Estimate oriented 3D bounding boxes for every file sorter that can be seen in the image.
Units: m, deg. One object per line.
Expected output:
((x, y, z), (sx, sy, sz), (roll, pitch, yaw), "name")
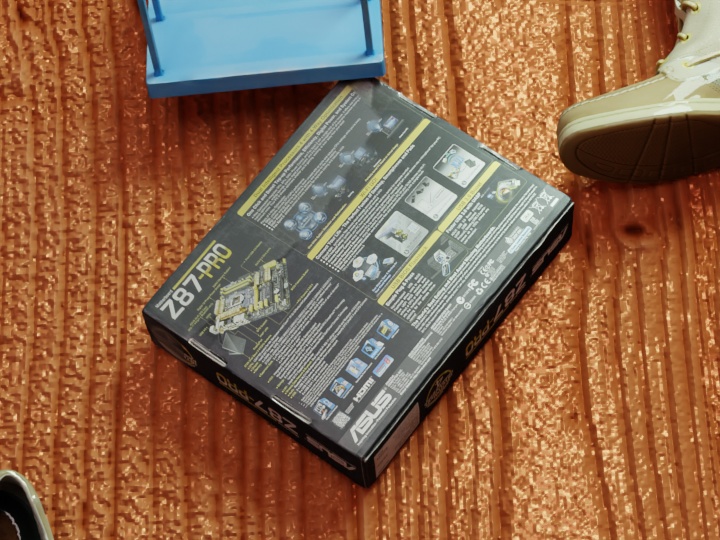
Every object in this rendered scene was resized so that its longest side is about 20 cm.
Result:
((-0.064, -0.219, 1.287), (0.139, 0.123, 0.200), (-6, 50, 3), "file sorter")

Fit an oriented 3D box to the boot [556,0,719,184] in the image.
((0.192, -0.140, 1.278), (0.200, 0.072, 0.155), (-14, 64, -8), "boot")

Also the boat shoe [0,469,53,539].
((-0.188, 0.200, 1.134), (0.075, 0.068, 0.200), (0, 62, -24), "boat shoe")

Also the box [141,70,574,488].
((0.000, 0.000, 1.238), (0.161, 0.049, 0.200), (33, 70, 17), "box")
